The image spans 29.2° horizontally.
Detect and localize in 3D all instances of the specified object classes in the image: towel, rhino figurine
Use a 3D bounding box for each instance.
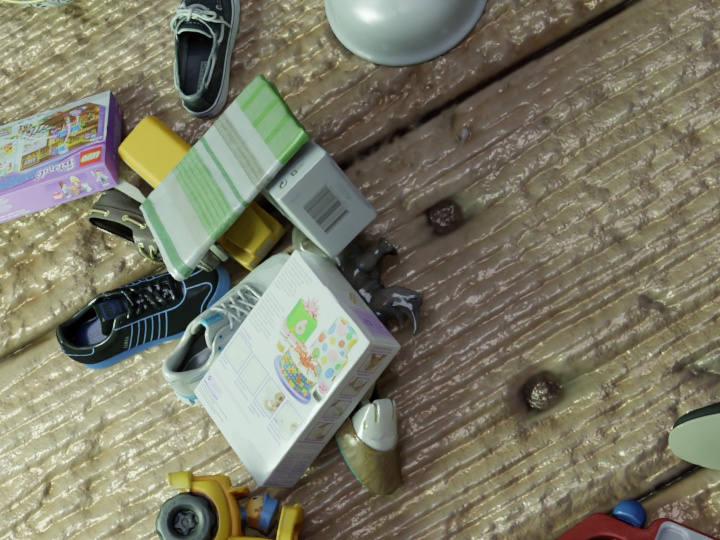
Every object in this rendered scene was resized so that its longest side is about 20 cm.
[{"bbox_3d":[-0.139,-0.096,1.426,0.200,0.031,0.149,-46,39,10],"label":"towel"},{"bbox_3d":[0.000,0.000,1.478,0.087,0.060,0.200,-43,63,3],"label":"rhino figurine"}]

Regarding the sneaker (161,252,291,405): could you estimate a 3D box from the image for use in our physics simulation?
[{"bbox_3d":[-0.137,0.058,1.486,0.075,0.087,0.200,37,84,24],"label":"sneaker"}]

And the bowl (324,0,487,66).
[{"bbox_3d":[0.042,-0.342,1.566,0.200,0.090,0.203,-5,72,14],"label":"bowl"}]

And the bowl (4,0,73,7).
[{"bbox_3d":[-0.376,-0.397,1.695,0.199,0.094,0.202,-4,72,13],"label":"bowl"}]

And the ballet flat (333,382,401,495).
[{"bbox_3d":[0.002,0.130,1.427,0.067,0.072,0.201,-2,59,-33],"label":"ballet flat"}]

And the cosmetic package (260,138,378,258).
[{"bbox_3d":[-0.073,-0.102,1.466,0.071,0.101,0.200,-44,36,-3],"label":"cosmetic package"}]

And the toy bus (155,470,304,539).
[{"bbox_3d":[-0.099,0.291,1.378,0.191,0.136,0.201,-11,74,-1],"label":"toy bus"}]

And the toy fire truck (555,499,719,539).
[{"bbox_3d":[0.265,0.304,1.297,0.199,0.112,0.168,21,55,20],"label":"toy fire truck"}]

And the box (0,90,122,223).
[{"bbox_3d":[-0.377,-0.127,1.609,0.199,0.039,0.137,-16,43,10],"label":"box"}]

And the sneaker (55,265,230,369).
[{"bbox_3d":[-0.241,0.045,1.522,0.199,0.078,0.070,-30,66,4],"label":"sneaker"}]

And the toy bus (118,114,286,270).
[{"bbox_3d":[-0.177,-0.087,1.548,0.200,0.078,0.065,40,86,23],"label":"toy bus"}]

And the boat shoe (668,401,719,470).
[{"bbox_3d":[0.398,0.144,1.328,0.200,0.074,0.063,-13,33,21],"label":"boat shoe"}]

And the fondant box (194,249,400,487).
[{"bbox_3d":[-0.068,0.102,1.418,0.200,0.058,0.144,-54,54,19],"label":"fondant box"}]

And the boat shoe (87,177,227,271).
[{"bbox_3d":[-0.229,-0.040,1.539,0.199,0.072,0.060,30,75,34],"label":"boat shoe"}]

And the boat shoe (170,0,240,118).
[{"bbox_3d":[-0.190,-0.282,1.620,0.073,0.068,0.201,2,73,15],"label":"boat shoe"}]
